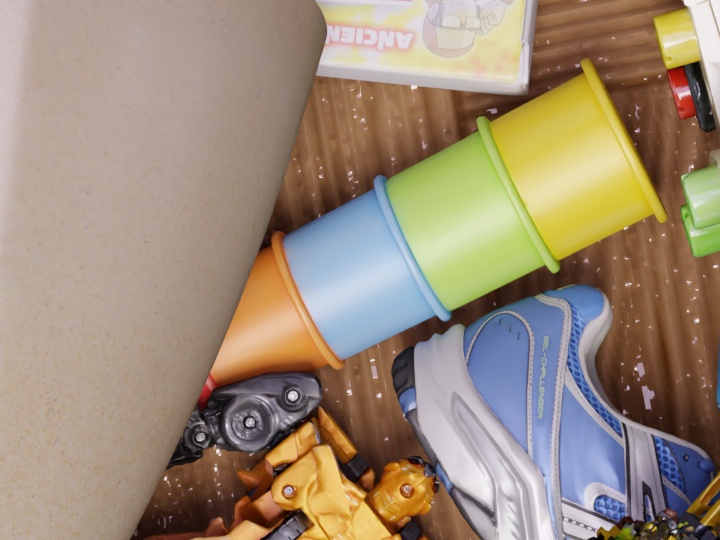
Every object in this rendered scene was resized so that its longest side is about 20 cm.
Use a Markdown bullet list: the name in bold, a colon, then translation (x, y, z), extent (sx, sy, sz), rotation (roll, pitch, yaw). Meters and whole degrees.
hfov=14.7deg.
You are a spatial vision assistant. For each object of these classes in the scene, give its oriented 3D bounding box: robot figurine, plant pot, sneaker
- **robot figurine**: translation (-0.054, 0.125, 0.922), extent (0.200, 0.058, 0.145), rotation (-38, 92, 4)
- **plant pot**: translation (-0.117, 0.007, 0.857), extent (0.186, 0.187, 0.201), rotation (7, 76, 7)
- **sneaker**: translation (0.090, 0.096, 0.901), extent (0.077, 0.076, 0.201), rotation (-32, 87, 4)

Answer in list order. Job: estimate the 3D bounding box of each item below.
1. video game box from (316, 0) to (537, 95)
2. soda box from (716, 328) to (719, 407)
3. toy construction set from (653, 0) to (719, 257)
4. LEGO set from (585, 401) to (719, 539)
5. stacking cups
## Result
- **video game box**: translation (-0.030, -0.159, 0.944), extent (0.198, 0.047, 0.184), rotation (7, 86, 8)
- **soda box**: translation (0.198, 0.014, 0.820), extent (0.199, 0.064, 0.068), rotation (7, 83, -36)
- **toy construction set**: translation (0.127, -0.082, 0.872), extent (0.091, 0.131, 0.202), rotation (-1, 100, 3)
- **LEGO set**: translation (0.175, 0.106, 0.823), extent (0.200, 0.154, 0.116), rotation (40, 90, -1)
- **stacking cups**: translation (0.000, 0.000, 0.923), extent (0.199, 0.061, 0.061), rotation (-26, 84, 5)
